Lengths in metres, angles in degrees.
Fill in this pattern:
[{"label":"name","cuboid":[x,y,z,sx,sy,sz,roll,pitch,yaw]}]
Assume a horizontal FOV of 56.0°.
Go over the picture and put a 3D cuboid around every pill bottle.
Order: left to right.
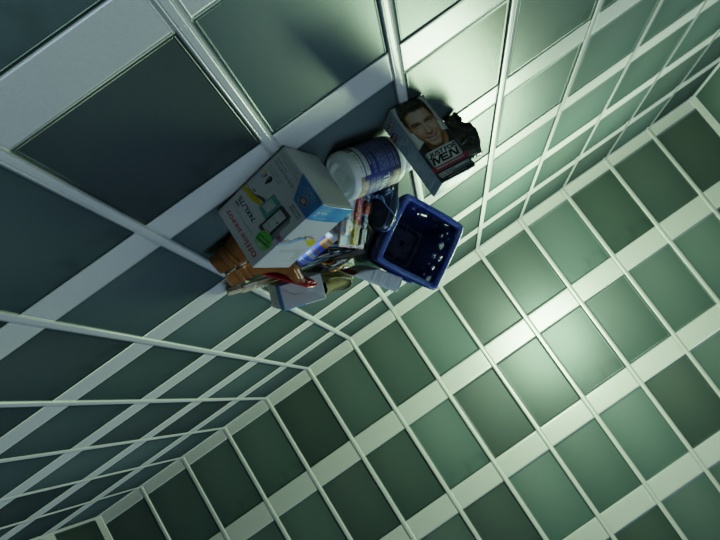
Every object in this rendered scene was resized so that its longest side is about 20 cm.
[{"label":"pill bottle","cuboid":[-0.120,-0.093,1.632,0.199,0.113,0.112,-36,167,9]},{"label":"pill bottle","cuboid":[0.029,-0.233,1.504,0.199,0.112,0.111,-26,165,-34]}]

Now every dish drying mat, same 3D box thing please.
[{"label":"dish drying mat","cuboid":[-0.208,0.006,1.651,0.077,0.198,0.018,-12,117,-72]}]

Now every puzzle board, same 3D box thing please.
[{"label":"puzzle board","cuboid":[-0.007,-0.153,1.608,0.017,0.203,0.150,8,-177,21]}]

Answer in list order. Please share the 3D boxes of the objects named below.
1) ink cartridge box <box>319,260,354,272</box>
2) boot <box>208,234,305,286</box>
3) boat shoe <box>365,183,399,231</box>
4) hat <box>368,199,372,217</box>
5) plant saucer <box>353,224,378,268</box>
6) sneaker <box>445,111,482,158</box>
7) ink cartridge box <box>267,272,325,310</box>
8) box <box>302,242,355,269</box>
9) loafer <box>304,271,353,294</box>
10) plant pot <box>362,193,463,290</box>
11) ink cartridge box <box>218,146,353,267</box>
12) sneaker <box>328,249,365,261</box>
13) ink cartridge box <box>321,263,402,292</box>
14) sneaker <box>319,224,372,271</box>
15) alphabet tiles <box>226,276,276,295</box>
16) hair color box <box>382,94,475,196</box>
[{"label":"ink cartridge box","cuboid":[-0.058,0.002,2.261,0.109,0.051,0.199,-40,165,21]},{"label":"boot","cuboid":[-0.232,-0.009,1.542,0.154,0.200,0.074,-39,-157,2]},{"label":"boat shoe","cuboid":[0.048,-0.196,1.617,0.083,0.203,0.068,-2,171,33]},{"label":"hat","cuboid":[0.046,-0.190,1.769,0.200,0.081,0.201,-34,166,-9]},{"label":"plant saucer","cuboid":[0.045,-0.084,2.027,0.200,0.027,0.201,-38,-149,28]},{"label":"sneaker","cuboid":[0.201,-0.330,1.708,0.197,0.116,0.076,-9,177,12]},{"label":"ink cartridge box","cuboid":[-0.175,0.053,1.773,0.114,0.069,0.200,-16,-175,-18]},{"label":"box","cuboid":[-0.133,-0.042,1.790,0.198,0.047,0.159,-19,175,26]},{"label":"loafer","cuboid":[-0.108,0.046,2.123,0.198,0.068,0.076,-3,139,-29]},{"label":"plant pot","cuboid":[0.132,-0.074,1.862,0.202,0.199,0.180,-65,-162,-9]},{"label":"ink cartridge box","cuboid":[-0.151,-0.122,1.374,0.200,0.147,0.146,-40,166,20]},{"label":"sneaker","cuboid":[-0.078,-0.086,1.899,0.198,0.114,0.071,-6,-171,38]},{"label":"ink cartridge box","cuboid":[0.000,0.000,1.857,0.058,0.198,0.162,-65,-166,-2]},{"label":"sneaker","cuboid":[-0.046,-0.067,2.004,0.200,0.079,0.077,-42,154,20]},{"label":"alphabet tiles","cuboid":[-0.257,0.029,1.795,0.198,0.015,0.196,-17,176,-12]},{"label":"hair color box","cuboid":[0.146,-0.271,1.464,0.098,0.201,0.061,-29,166,-23]}]
